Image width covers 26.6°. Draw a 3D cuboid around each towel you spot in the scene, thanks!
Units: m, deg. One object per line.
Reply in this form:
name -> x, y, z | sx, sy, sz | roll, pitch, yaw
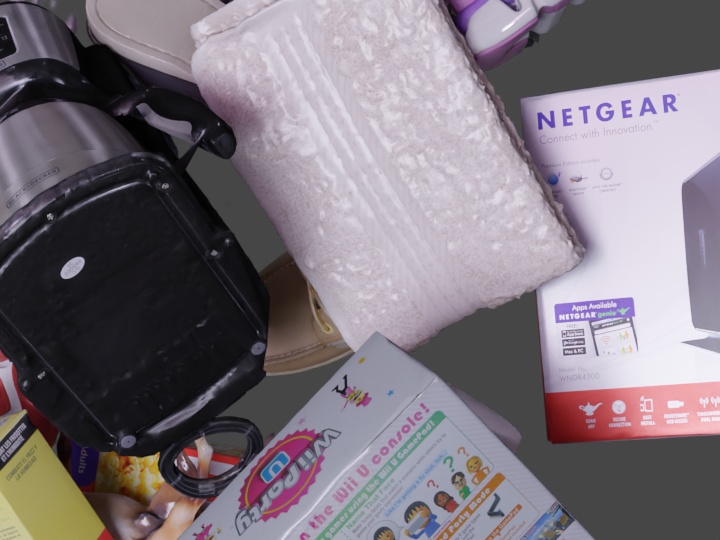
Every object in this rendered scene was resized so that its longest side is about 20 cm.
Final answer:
towel -> 0.009, -0.060, 0.749 | 0.132, 0.034, 0.201 | -28, 100, 24

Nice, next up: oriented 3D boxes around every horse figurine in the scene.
horse figurine -> -0.132, 0.126, 0.826 | 0.199, 0.050, 0.133 | 4, 116, 13

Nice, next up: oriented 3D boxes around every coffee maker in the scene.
coffee maker -> -0.135, -0.011, 0.744 | 0.200, 0.134, 0.193 | -127, 27, -51

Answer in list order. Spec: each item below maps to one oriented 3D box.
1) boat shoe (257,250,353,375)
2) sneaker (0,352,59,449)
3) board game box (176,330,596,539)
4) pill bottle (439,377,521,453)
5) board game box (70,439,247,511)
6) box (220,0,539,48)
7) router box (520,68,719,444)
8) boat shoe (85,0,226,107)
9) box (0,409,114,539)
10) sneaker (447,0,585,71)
boat shoe -> 0.000, 0.000, 0.829 | 0.199, 0.069, 0.074 | -28, 79, 18
sneaker -> -0.175, 0.042, 0.905 | 0.199, 0.116, 0.078 | -20, 117, 43
board game box -> 0.029, 0.148, 0.669 | 0.148, 0.200, 0.064 | -45, 29, -5
pill bottle -> -0.005, 0.148, 0.754 | 0.113, 0.113, 0.201 | 30, 96, 19
board game box -> -0.078, 0.177, 0.867 | 0.199, 0.046, 0.152 | 7, 91, 21
box -> -0.008, -0.189, 0.846 | 0.199, 0.051, 0.159 | -7, 88, 21
router box -> 0.187, -0.009, 0.767 | 0.199, 0.049, 0.181 | -7, 86, 21
boat shoe -> -0.058, -0.093, 0.826 | 0.199, 0.063, 0.073 | 30, 65, 4
box -> -0.155, 0.174, 0.800 | 0.075, 0.050, 0.201 | -22, 108, 32
sneaker -> 0.112, -0.190, 0.758 | 0.200, 0.080, 0.089 | -36, 84, -5
